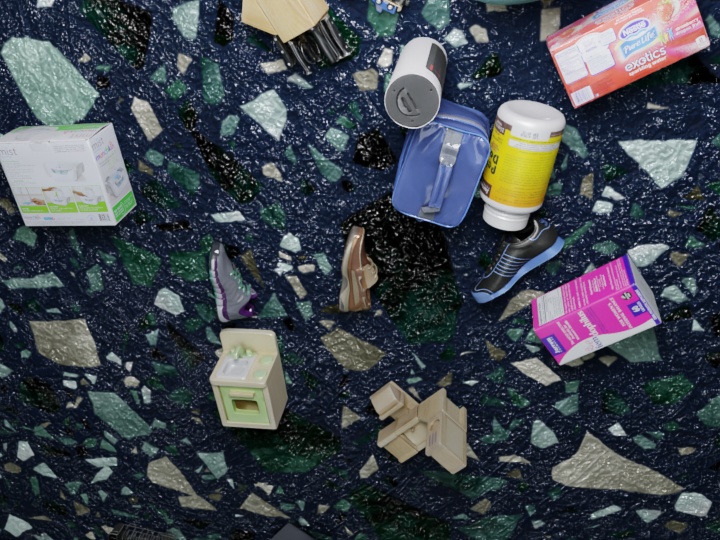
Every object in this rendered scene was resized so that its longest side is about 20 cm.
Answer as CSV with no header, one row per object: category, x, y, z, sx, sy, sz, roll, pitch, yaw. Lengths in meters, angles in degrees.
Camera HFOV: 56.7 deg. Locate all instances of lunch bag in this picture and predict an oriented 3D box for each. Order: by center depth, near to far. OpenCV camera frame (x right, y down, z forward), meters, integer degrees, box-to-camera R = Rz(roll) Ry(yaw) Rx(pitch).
lunch bag,0.131,-0.171,1.119,0.136,0.132,0.200,16,123,1

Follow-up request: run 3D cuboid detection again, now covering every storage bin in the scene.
storage bin,-0.170,0.779,1.794,0.134,0.145,0.200,29,128,26

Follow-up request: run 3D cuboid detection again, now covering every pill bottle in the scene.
pill bottle,0.261,-0.170,1.106,0.109,0.109,0.200,10,123,5

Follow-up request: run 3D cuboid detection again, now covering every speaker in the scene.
speaker,0.087,-0.288,1.011,0.081,0.200,0.081,5,123,8

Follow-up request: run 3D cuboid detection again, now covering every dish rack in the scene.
dish rack,-0.626,0.810,1.942,0.199,0.055,0.154,11,124,4

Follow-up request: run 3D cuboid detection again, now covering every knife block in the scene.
knife block,-0.091,-0.410,1.031,0.175,0.064,0.200,21,139,4

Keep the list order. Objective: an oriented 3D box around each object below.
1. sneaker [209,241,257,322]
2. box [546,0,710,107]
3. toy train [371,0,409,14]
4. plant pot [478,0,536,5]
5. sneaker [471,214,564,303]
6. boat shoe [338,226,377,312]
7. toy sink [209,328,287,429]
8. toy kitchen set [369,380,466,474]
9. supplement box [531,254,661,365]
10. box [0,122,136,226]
sneaker,-0.258,0.021,1.368,0.087,0.075,0.200,-2,132,-3
box,0.387,-0.338,0.982,0.200,0.096,0.100,-23,115,23
toy train,-0.019,-0.447,1.033,0.200,0.034,0.046,23,127,-3
plant pot,0.211,-0.454,0.894,0.161,0.201,0.201,-11,120,30
sneaker,0.272,-0.022,1.227,0.200,0.070,0.078,-40,103,23
boat shoe,0.000,0.000,1.295,0.072,0.076,0.200,8,132,2
toy sink,-0.248,0.242,1.470,0.130,0.112,0.200,2,122,10
toy kitchen set,0.099,0.351,1.427,0.163,0.181,0.200,42,116,-14
supplement box,0.430,0.075,1.233,0.200,0.103,0.101,-30,113,28
box,-0.561,-0.181,1.275,0.199,0.097,0.177,0,121,12
